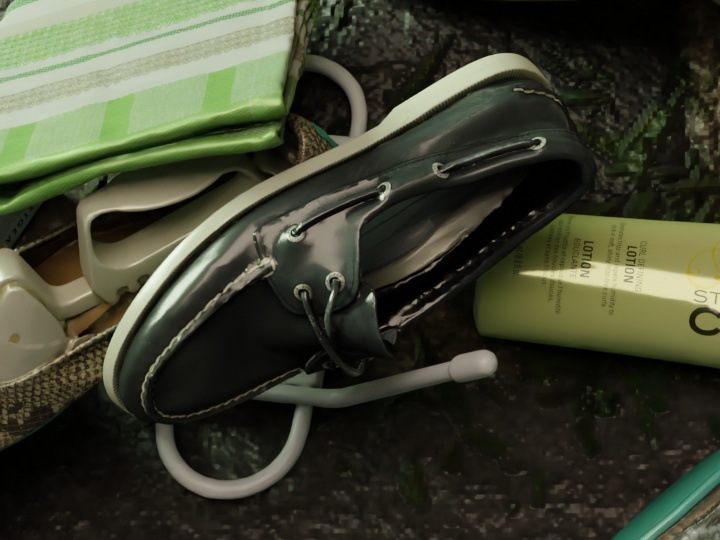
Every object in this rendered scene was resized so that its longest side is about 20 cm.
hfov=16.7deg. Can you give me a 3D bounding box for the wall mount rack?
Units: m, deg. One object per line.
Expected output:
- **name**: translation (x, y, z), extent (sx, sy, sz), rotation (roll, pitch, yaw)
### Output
- **wall mount rack**: translation (-0.018, -0.011, 0.974), extent (0.172, 0.075, 0.201), rotation (4, 67, 13)

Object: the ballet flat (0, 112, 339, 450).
- **ballet flat**: translation (-0.097, -0.002, 0.911), extent (0.199, 0.075, 0.068), rotation (-31, 61, 0)

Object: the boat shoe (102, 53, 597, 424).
- **boat shoe**: translation (0.001, 0.001, 0.884), extent (0.199, 0.075, 0.066), rotation (-32, 49, -11)

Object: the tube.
- **tube**: translation (0.145, 0.009, 0.950), extent (0.198, 0.052, 0.058), rotation (7, 110, 9)

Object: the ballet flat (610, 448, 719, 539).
- **ballet flat**: translation (0.083, 0.141, 0.898), extent (0.200, 0.072, 0.072), rotation (-34, 64, -5)

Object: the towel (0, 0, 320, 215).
- **towel**: translation (-0.087, -0.077, 0.955), extent (0.148, 0.031, 0.200), rotation (-15, 25, 11)

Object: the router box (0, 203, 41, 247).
- **router box**: translation (-0.259, -0.003, 1.033), extent (0.179, 0.049, 0.201), rotation (27, 73, 21)

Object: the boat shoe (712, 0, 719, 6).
- **boat shoe**: translation (0.189, -0.104, 0.982), extent (0.068, 0.075, 0.200), rotation (-40, 54, -7)
